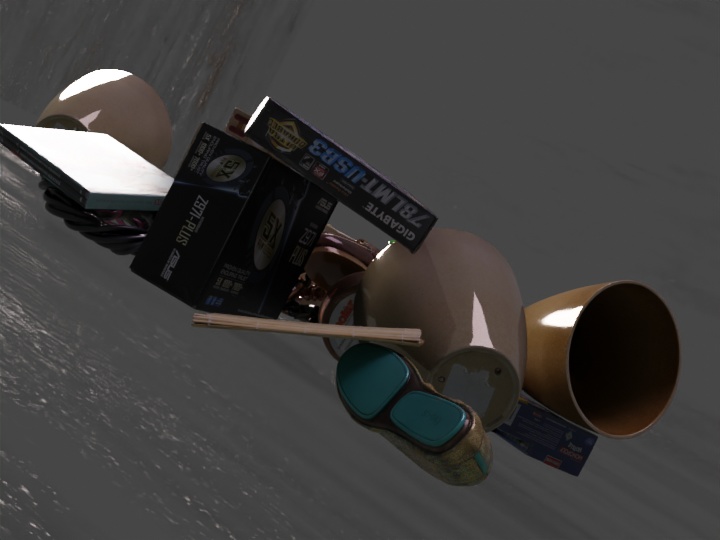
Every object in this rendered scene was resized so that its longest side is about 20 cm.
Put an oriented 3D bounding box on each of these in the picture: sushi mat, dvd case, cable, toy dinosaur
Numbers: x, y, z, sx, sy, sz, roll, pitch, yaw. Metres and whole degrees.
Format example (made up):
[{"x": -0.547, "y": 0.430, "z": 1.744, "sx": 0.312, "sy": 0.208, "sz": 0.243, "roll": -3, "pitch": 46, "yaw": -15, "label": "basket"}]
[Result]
[{"x": -0.042, "y": 0.051, "z": 0.903, "sx": 0.198, "sy": 0.012, "sz": 0.096, "roll": 5, "pitch": -1, "yaw": 2, "label": "sushi mat"}, {"x": -0.286, "y": -0.111, "z": 1.111, "sx": 0.145, "sy": 0.022, "sz": 0.200, "roll": -1, "pitch": 27, "yaw": -47, "label": "dvd case"}, {"x": -0.267, "y": -0.073, "z": 1.113, "sx": 0.162, "sy": 0.051, "sz": 0.200, "roll": 15, "pitch": 20, "yaw": -28, "label": "cable"}, {"x": -0.090, "y": 0.014, "z": 1.284, "sx": 0.135, "sy": 0.103, "sz": 0.199, "roll": 5, "pitch": 16, "yaw": 35, "label": "toy dinosaur"}]

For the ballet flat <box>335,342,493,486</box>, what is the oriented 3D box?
[{"x": 0.041, "y": 0.118, "z": 0.822, "sx": 0.070, "sy": 0.071, "sz": 0.200, "roll": 27, "pitch": 0, "yaw": -30, "label": "ballet flat"}]

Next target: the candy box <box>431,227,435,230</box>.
[{"x": 0.072, "y": 0.034, "z": 1.474, "sx": 0.055, "sy": 0.201, "sz": 0.115, "roll": 22, "pitch": 3, "yaw": -23, "label": "candy box"}]

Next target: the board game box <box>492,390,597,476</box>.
[{"x": 0.169, "y": 0.171, "z": 1.319, "sx": 0.199, "sy": 0.062, "sz": 0.200, "roll": 28, "pitch": 1, "yaw": -34, "label": "board game box"}]

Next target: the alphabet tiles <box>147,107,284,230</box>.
[{"x": -0.151, "y": -0.080, "z": 1.190, "sx": 0.166, "sy": 0.201, "sz": 0.008, "roll": 28, "pitch": 4, "yaw": 21, "label": "alphabet tiles"}]

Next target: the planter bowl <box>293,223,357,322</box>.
[{"x": -0.054, "y": 0.004, "z": 1.472, "sx": 0.199, "sy": 0.135, "sz": 0.200, "roll": 29, "pitch": 1, "yaw": -1, "label": "planter bowl"}]

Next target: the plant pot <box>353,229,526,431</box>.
[{"x": 0.094, "y": 0.079, "z": 1.040, "sx": 0.186, "sy": 0.188, "sz": 0.200, "roll": 28, "pitch": 16, "yaw": -15, "label": "plant pot"}]

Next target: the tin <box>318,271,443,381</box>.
[{"x": 0.046, "y": 0.078, "z": 1.166, "sx": 0.199, "sy": 0.113, "sz": 0.042, "roll": 27, "pitch": 12, "yaw": -15, "label": "tin"}]

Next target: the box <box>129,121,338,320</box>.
[{"x": -0.123, "y": -0.040, "z": 1.064, "sx": 0.086, "sy": 0.165, "sz": 0.200, "roll": 28, "pitch": 0, "yaw": 20, "label": "box"}]

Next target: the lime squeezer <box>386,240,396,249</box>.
[{"x": 0.015, "y": 0.056, "z": 1.200, "sx": 0.070, "sy": 0.202, "sz": 0.038, "roll": -12, "pitch": 29, "yaw": -11, "label": "lime squeezer"}]

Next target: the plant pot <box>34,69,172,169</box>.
[{"x": -0.392, "y": -0.189, "z": 1.473, "sx": 0.186, "sy": 0.188, "sz": 0.200, "roll": 28, "pitch": 15, "yaw": 0, "label": "plant pot"}]

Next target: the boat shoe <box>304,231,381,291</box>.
[{"x": 0.000, "y": 0.000, "z": 1.236, "sx": 0.070, "sy": 0.071, "sz": 0.200, "roll": -17, "pitch": -34, "yaw": 29, "label": "boat shoe"}]

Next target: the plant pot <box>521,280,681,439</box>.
[{"x": 0.266, "y": 0.102, "z": 1.290, "sx": 0.186, "sy": 0.188, "sz": 0.200, "roll": 27, "pitch": -11, "yaw": -27, "label": "plant pot"}]

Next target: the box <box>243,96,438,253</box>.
[{"x": -0.025, "y": -0.104, "z": 1.038, "sx": 0.199, "sy": 0.050, "sz": 0.199, "roll": 33, "pitch": 7, "yaw": -11, "label": "box"}]

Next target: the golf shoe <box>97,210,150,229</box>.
[{"x": -0.275, "y": -0.076, "z": 1.270, "sx": 0.199, "sy": 0.073, "sz": 0.092, "roll": 28, "pitch": 0, "yaw": -24, "label": "golf shoe"}]
